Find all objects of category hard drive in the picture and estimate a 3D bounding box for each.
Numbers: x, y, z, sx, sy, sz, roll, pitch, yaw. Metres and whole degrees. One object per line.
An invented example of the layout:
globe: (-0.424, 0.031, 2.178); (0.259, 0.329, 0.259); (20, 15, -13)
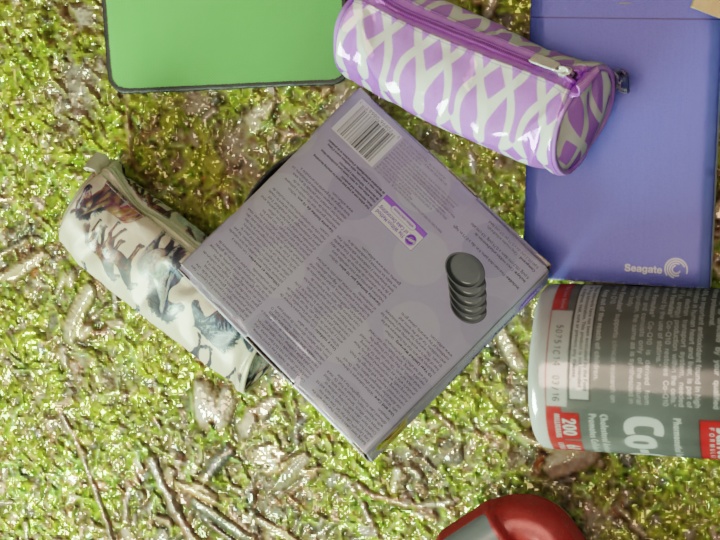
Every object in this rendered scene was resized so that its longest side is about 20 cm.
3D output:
hard drive: (0.181, -0.092, 1.075); (0.131, 0.025, 0.202); (3, 100, 17)

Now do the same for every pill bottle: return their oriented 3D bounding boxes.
pill bottle: (0.219, 0.069, 1.042); (0.198, 0.114, 0.115); (2, 99, 18)

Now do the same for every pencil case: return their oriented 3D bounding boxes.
pencil case: (0.075, -0.135, 1.050); (0.199, 0.086, 0.084); (25, 70, 26)
pencil case: (-0.137, -0.001, 1.161); (0.200, 0.078, 0.090); (38, 124, 9)

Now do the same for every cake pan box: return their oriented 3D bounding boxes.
cake pan box: (0.000, 0.000, 1.082); (0.200, 0.052, 0.184); (43, 82, 12)

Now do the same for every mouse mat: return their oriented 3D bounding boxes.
mouse mat: (-0.104, -0.216, 1.155); (0.198, 0.008, 0.162); (0, 98, 18)

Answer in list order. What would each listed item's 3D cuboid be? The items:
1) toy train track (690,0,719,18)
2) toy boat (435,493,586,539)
toy train track: (0.280, -0.200, 0.980); (0.199, 0.033, 0.116); (23, 98, 8)
toy boat: (0.124, 0.264, 1.093); (0.130, 0.131, 0.201); (-36, 87, 17)
